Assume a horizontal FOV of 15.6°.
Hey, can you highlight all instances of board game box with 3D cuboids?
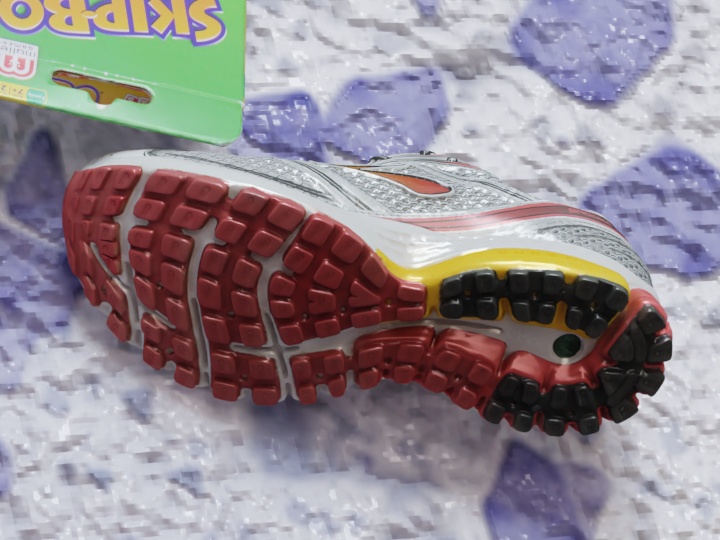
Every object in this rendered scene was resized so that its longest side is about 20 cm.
[{"bbox_3d":[-0.087,-0.117,0.904,0.095,0.030,0.200,12,44,-14],"label":"board game box"}]

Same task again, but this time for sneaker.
[{"bbox_3d":[0.000,0.000,0.865,0.200,0.078,0.082,13,29,-8],"label":"sneaker"}]
